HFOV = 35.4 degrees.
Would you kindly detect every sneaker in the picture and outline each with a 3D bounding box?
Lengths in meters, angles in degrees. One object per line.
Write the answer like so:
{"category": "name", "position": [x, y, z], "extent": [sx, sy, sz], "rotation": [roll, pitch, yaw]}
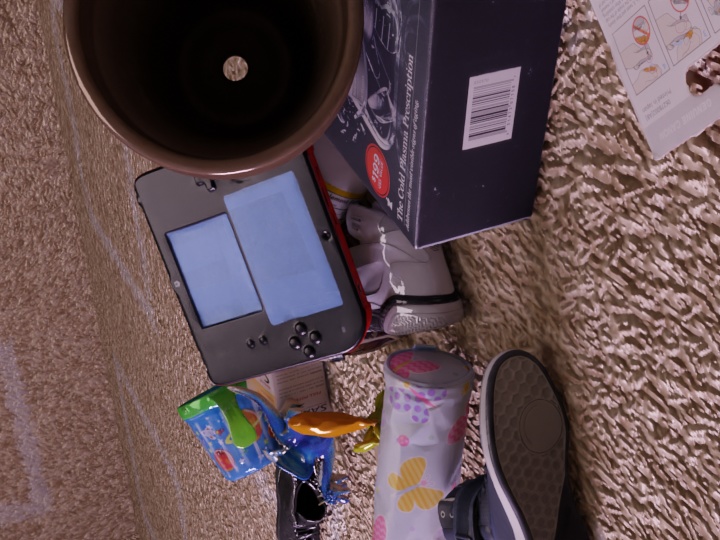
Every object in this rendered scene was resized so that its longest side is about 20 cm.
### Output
{"category": "sneaker", "position": [0.000, 0.000, 1.009], "extent": [0.197, 0.075, 0.117], "rotation": [-7, 91, 38]}
{"category": "sneaker", "position": [0.107, 0.158, 0.901], "extent": [0.146, 0.076, 0.206], "rotation": [6, 111, 65]}
{"category": "sneaker", "position": [-0.079, 0.326, 1.519], "extent": [0.104, 0.059, 0.204], "rotation": [-151, 52, -68]}

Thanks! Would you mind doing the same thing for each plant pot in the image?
{"category": "plant pot", "position": [-0.097, -0.162, 0.803], "extent": [0.175, 0.197, 0.204], "rotation": [176, 79, -88]}

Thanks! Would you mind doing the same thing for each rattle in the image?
{"category": "rattle", "position": [0.018, 0.226, 1.105], "extent": [0.129, 0.142, 0.204], "rotation": [20, 119, 42]}

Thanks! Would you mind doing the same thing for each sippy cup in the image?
{"category": "sippy cup", "position": [-0.177, 0.225, 1.622], "extent": [0.138, 0.178, 0.132], "rotation": [-26, 92, 25]}

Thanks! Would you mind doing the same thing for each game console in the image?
{"category": "game console", "position": [-0.092, -0.011, 0.968], "extent": [0.203, 0.174, 0.031], "rotation": [70, -158, -8]}

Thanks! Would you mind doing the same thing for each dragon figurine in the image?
{"category": "dragon figurine", "position": [-0.078, 0.209, 1.330], "extent": [0.059, 0.198, 0.101], "rotation": [21, 86, 61]}

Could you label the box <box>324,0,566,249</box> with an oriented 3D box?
{"category": "box", "position": [0.047, -0.156, 0.803], "extent": [0.183, 0.102, 0.203], "rotation": [-126, 29, -45]}

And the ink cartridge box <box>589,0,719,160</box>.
{"category": "ink cartridge box", "position": [0.167, -0.180, 0.567], "extent": [0.203, 0.049, 0.161], "rotation": [68, 158, 8]}

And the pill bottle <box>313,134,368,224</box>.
{"category": "pill bottle", "position": [-0.058, -0.080, 1.014], "extent": [0.201, 0.111, 0.113], "rotation": [-50, 50, 23]}

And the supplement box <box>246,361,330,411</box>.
{"category": "supplement box", "position": [-0.105, 0.074, 1.391], "extent": [0.126, 0.072, 0.204], "rotation": [-150, 48, -62]}

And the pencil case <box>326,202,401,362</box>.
{"category": "pencil case", "position": [-0.029, -0.013, 1.113], "extent": [0.078, 0.088, 0.203], "rotation": [3, -111, -80]}

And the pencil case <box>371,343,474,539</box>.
{"category": "pencil case", "position": [0.054, 0.171, 1.000], "extent": [0.091, 0.082, 0.204], "rotation": [-56, -28, -68]}
